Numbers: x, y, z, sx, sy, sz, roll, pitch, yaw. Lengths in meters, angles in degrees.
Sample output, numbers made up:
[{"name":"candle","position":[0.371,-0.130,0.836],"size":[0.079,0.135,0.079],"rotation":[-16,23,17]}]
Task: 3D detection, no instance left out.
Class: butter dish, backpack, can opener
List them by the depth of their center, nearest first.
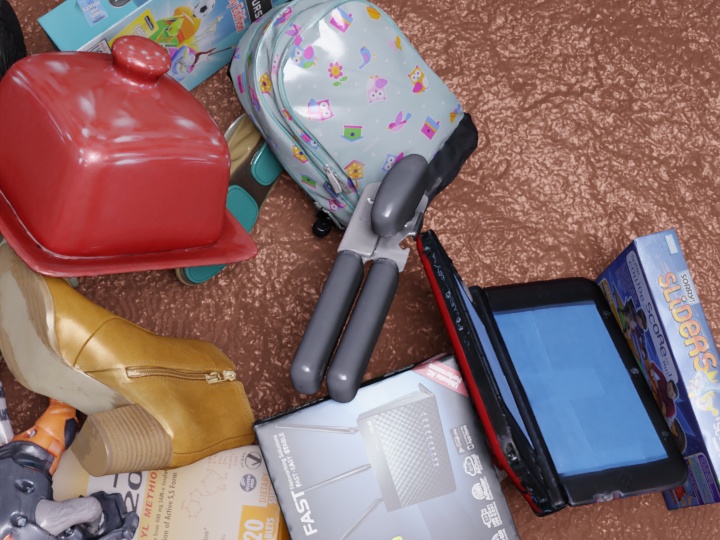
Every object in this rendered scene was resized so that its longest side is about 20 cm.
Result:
[{"name":"can opener","position":[0.000,0.000,0.781],"size":[0.052,0.067,0.201],"rotation":[11,55,15]},{"name":"butter dish","position":[-0.179,-0.103,0.809],"size":[0.199,0.148,0.200],"rotation":[-7,43,-43]},{"name":"backpack","position":[-0.006,-0.134,0.886],"size":[0.200,0.126,0.167],"rotation":[46,72,-25]}]

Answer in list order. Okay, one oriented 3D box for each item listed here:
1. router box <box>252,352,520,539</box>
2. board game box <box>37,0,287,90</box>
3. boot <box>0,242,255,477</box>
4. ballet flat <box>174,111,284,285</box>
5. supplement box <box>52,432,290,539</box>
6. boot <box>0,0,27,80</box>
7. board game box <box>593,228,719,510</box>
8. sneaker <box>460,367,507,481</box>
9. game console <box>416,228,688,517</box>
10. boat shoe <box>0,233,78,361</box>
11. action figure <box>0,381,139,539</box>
[{"name":"router box","position":[0.025,0.175,0.766],"size":[0.149,0.062,0.201],"rotation":[-19,84,-7]},{"name":"board game box","position":[-0.155,-0.212,0.923],"size":[0.200,0.151,0.047],"rotation":[-38,74,-10]},{"name":"boot","position":[-0.171,0.059,0.797],"size":[0.071,0.144,0.202],"rotation":[-50,64,31]},{"name":"ballet flat","position":[-0.109,-0.076,0.944],"size":[0.063,0.069,0.200],"rotation":[23,71,34]},{"name":"supplement box","position":[-0.147,0.195,0.834],"size":[0.199,0.074,0.127],"rotation":[1,72,12]},{"name":"boot","position":[-0.377,-0.136,0.939],"size":[0.157,0.079,0.212],"rotation":[2,75,0]},{"name":"board game box","position":[0.243,0.082,0.857],"size":[0.034,0.135,0.201],"rotation":[-14,77,-5]},{"name":"sneaker","position":[0.115,0.143,0.859],"size":[0.112,0.071,0.201],"rotation":[19,60,4]},{"name":"game console","position":[0.141,0.063,0.809],"size":[0.118,0.173,0.201],"rotation":[-25,53,8]},{"name":"boat shoe","position":[-0.272,0.001,0.913],"size":[0.076,0.072,0.201],"rotation":[20,76,-9]},{"name":"action figure","position":[-0.270,0.157,0.785],"size":[0.199,0.105,0.194],"rotation":[-20,56,8]}]
